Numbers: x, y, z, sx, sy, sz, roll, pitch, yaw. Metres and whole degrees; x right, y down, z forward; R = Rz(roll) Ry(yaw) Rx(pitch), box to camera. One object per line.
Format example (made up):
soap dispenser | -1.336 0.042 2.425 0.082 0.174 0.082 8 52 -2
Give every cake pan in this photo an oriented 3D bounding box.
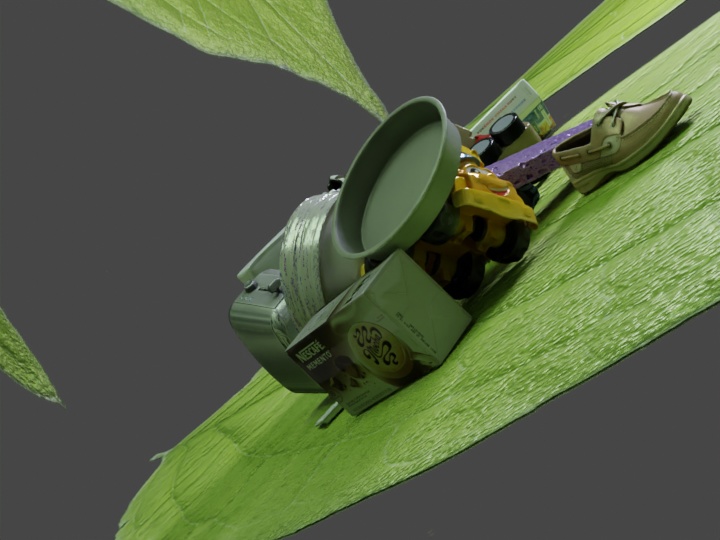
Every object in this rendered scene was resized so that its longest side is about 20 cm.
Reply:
cake pan | 0.041 -0.095 1.501 0.200 0.037 0.201 -42 32 34

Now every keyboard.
keyboard | 0.015 0.121 1.709 0.200 0.011 0.056 -46 5 -14

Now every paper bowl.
paper bowl | 0.000 0.000 1.674 0.104 0.201 0.201 -8 27 35

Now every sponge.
sponge | 0.229 -0.140 1.657 0.199 0.030 0.112 -24 8 4

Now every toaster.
toaster | -0.071 0.088 1.796 0.114 0.200 0.129 -47 23 -23

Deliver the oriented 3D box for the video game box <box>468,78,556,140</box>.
video game box | 0.217 -0.199 2.138 0.182 0.047 0.200 -42 -16 7

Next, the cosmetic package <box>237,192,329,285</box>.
cosmetic package | -0.051 0.017 2.004 0.165 0.200 0.165 -45 4 -11

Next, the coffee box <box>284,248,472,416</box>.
coffee box | 0.016 0.071 1.500 0.080 0.113 0.200 -51 8 -35

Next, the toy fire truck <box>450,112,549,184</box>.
toy fire truck | 0.138 -0.147 1.913 0.176 0.129 0.200 -46 23 -14

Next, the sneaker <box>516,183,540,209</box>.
sneaker | 0.146 -0.045 1.728 0.200 0.073 0.082 -29 7 34

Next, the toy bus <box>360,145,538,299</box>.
toy bus | 0.092 -0.081 1.568 0.200 0.135 0.193 -38 47 43

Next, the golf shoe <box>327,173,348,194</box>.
golf shoe | -0.012 -0.060 1.876 0.200 0.094 0.078 -89 11 -50

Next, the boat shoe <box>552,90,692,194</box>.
boat shoe | 0.275 -0.146 1.466 0.071 0.065 0.200 -48 6 -34
